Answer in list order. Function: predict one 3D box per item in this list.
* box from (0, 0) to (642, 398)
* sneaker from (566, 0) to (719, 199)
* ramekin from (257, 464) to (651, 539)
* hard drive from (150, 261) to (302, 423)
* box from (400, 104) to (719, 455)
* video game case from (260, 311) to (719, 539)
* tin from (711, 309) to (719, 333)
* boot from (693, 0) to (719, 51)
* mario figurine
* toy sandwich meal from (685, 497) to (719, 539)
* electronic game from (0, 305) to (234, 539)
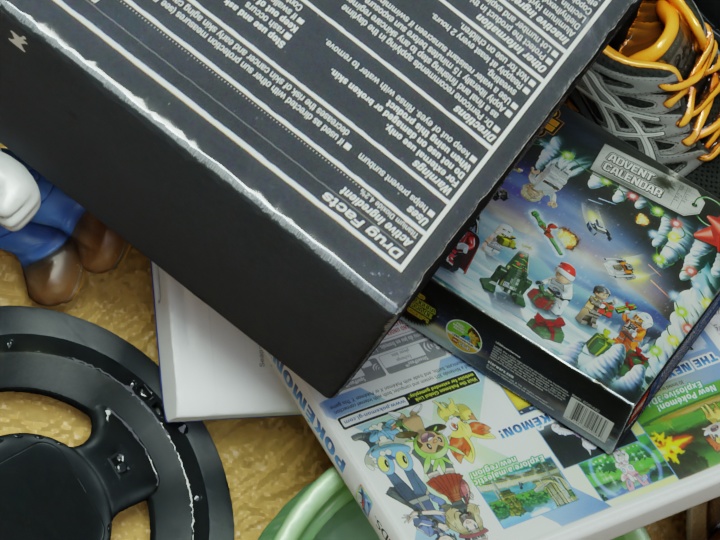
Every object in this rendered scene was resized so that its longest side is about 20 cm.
[{"bbox_3d":[-0.023,-0.092,0.980,0.200,0.123,0.199,38,64,2],"label":"box"},{"bbox_3d":[0.137,-0.091,1.106,0.200,0.077,0.078,38,73,-28],"label":"sneaker"},{"bbox_3d":[0.035,0.171,1.086,0.199,0.098,0.201,2,83,-16],"label":"ramekin"},{"bbox_3d":[0.000,0.000,1.117,0.199,0.025,0.133,-2,79,-22],"label":"hard drive"},{"bbox_3d":[0.066,-0.022,1.075,0.200,0.040,0.137,32,49,12],"label":"box"},{"bbox_3d":[0.069,0.044,1.061,0.199,0.022,0.183,-17,57,-27],"label":"video game case"},{"bbox_3d":[0.179,-0.034,1.183,0.112,0.042,0.201,-9,87,-12],"label":"tin"},{"bbox_3d":[0.186,-0.179,1.104,0.198,0.162,0.073,40,68,-6],"label":"boot"},{"bbox_3d":[-0.205,-0.023,1.027,0.199,0.106,0.124,17,117,-26],"label":"mario figurine"},{"bbox_3d":[0.244,0.123,1.148,0.204,0.070,0.206,-2,99,-16],"label":"toy sandwich meal"},{"bbox_3d":[-0.150,0.112,1.056,0.199,0.042,0.201,9,68,-23],"label":"electronic game"}]
